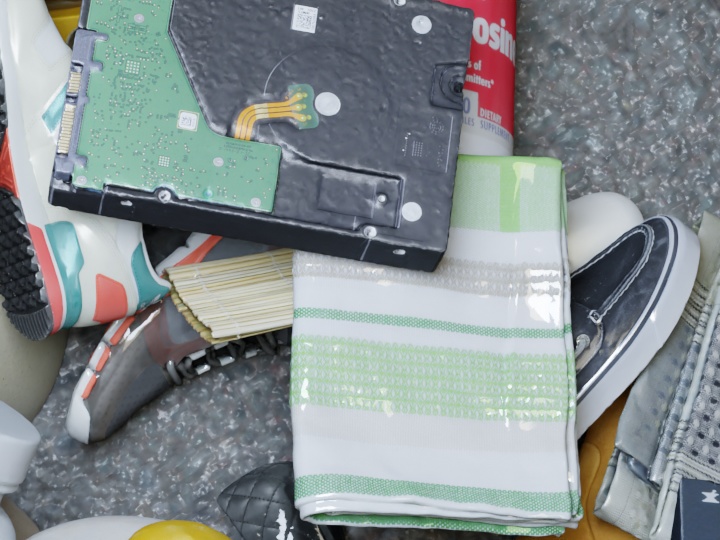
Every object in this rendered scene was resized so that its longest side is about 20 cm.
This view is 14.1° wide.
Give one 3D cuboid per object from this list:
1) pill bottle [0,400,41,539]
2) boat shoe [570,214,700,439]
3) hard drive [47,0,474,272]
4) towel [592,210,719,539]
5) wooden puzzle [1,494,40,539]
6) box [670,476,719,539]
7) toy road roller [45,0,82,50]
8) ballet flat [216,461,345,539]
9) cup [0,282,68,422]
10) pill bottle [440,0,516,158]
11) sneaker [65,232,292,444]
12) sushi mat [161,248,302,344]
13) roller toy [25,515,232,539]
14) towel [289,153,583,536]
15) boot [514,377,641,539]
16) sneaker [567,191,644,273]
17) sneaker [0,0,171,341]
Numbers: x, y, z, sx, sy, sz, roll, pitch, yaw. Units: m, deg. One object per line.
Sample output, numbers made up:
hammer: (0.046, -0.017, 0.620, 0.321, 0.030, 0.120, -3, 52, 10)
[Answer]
pill bottle: (-0.238, 0.151, 1.428, 0.111, 0.111, 0.200, 29, 96, 6)
boat shoe: (0.098, 0.041, 1.527, 0.068, 0.072, 0.200, 43, 85, -26)
hard drive: (-0.049, -0.082, 1.461, 0.200, 0.038, 0.140, 9, 68, -7)
towel: (0.237, 0.086, 1.539, 0.200, 0.035, 0.193, 25, 67, -8)
wooden puzzle: (-0.280, 0.167, 1.508, 0.200, 0.185, 0.037, -48, 47, -8)
box: (0.221, 0.220, 1.463, 0.148, 0.107, 0.200, 6, 121, 2)
toy road roller: (-0.123, -0.143, 1.585, 0.123, 0.146, 0.200, -5, 108, 19)
ballet flat: (-0.022, 0.199, 1.551, 0.057, 0.066, 0.200, -22, 74, 15)
cup: (-0.262, 0.012, 1.543, 0.200, 0.143, 0.201, 0, 80, 1)
pill bottle: (0.029, -0.142, 1.582, 0.112, 0.112, 0.200, 1, 76, 1)
sneaker: (-0.078, 0.025, 1.575, 0.082, 0.077, 0.200, 40, 83, 1)
sushi mat: (0.000, 0.000, 1.525, 0.200, 0.096, 0.012, -11, 116, -18)
roller toy: (-0.118, 0.219, 1.471, 0.182, 0.200, 0.140, -12, 39, 18)
towel: (0.039, 0.032, 1.466, 0.149, 0.031, 0.200, 5, 71, -14)
boot: (0.126, 0.119, 1.561, 0.201, 0.071, 0.144, 3, 74, -4)
sneaker: (0.071, 0.020, 1.574, 0.200, 0.072, 0.072, -31, 79, -6)
sneaker: (-0.151, -0.066, 1.510, 0.093, 0.070, 0.200, -8, 82, -29)
